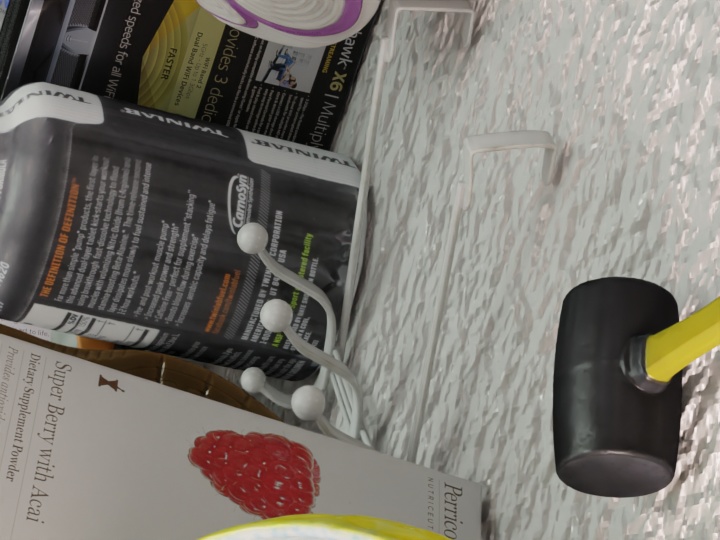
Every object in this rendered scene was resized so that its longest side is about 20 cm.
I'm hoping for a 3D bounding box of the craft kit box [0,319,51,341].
[{"bbox_3d":[-0.210,0.069,1.453,0.049,0.199,0.198,122,155,-62],"label":"craft kit box"}]

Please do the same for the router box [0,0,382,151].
[{"bbox_3d":[-0.083,-0.102,1.263,0.052,0.157,0.201,-116,43,-62],"label":"router box"}]

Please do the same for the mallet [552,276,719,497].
[{"bbox_3d":[0.114,0.018,0.802,0.200,0.041,0.066,-30,49,61],"label":"mallet"}]

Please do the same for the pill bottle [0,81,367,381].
[{"bbox_3d":[-0.106,-0.021,1.206,0.106,0.199,0.107,-167,90,-71],"label":"pill bottle"}]

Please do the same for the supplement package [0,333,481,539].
[{"bbox_3d":[-0.068,0.125,0.979,0.121,0.199,0.120,-87,19,-52],"label":"supplement package"}]

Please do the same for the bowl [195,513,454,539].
[{"bbox_3d":[0.011,0.163,0.851,0.108,0.200,0.201,-17,-50,-61],"label":"bowl"}]

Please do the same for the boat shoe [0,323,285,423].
[{"bbox_3d":[-0.114,0.074,1.216,0.072,0.199,0.072,84,-159,-74],"label":"boat shoe"}]

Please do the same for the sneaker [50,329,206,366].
[{"bbox_3d":[-0.119,0.065,1.325,0.200,0.075,0.092,72,-139,-83],"label":"sneaker"}]

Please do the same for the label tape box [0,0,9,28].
[{"bbox_3d":[-0.153,-0.100,1.424,0.201,0.144,0.063,-65,-21,0],"label":"label tape box"}]

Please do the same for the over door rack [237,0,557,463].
[{"bbox_3d":[0.000,0.000,1.094,0.148,0.066,0.201,-113,39,-59],"label":"over door rack"}]

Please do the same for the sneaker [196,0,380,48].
[{"bbox_3d":[0.010,-0.156,1.117,0.200,0.075,0.100,-26,21,40],"label":"sneaker"}]
